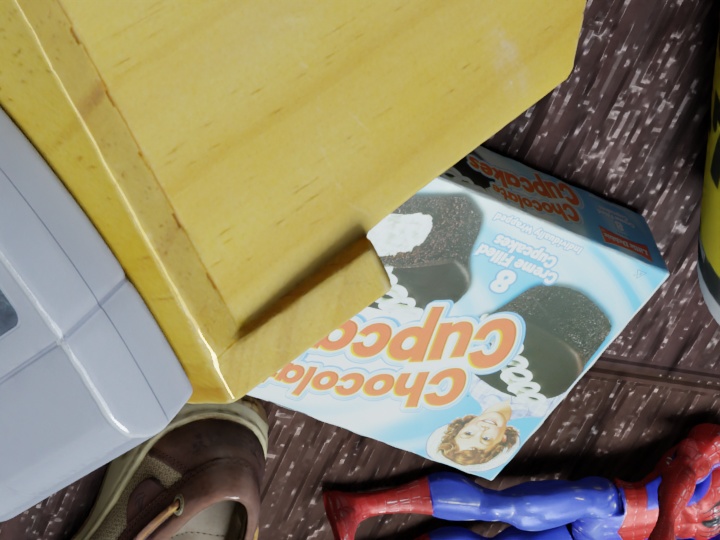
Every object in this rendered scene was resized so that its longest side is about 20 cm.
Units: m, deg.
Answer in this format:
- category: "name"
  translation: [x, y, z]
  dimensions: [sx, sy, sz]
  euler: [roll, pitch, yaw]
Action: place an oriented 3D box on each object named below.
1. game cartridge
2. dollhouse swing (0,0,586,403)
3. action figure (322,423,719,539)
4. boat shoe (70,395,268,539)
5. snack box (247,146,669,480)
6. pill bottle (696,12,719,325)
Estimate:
- category: "game cartridge"
  translation: [-0.143, -0.016, 0.868]
  dimensions: [0.200, 0.041, 0.133]
  euler: [50, 141, -7]
- category: "dollhouse swing"
  translation: [-0.063, -0.092, 0.892]
  dimensions: [0.181, 0.176, 0.201]
  euler: [-1, 126, 46]
- category: "action figure"
  translation: [0.093, 0.117, 1.128]
  dimensions: [0.198, 0.099, 0.066]
  euler: [-11, 134, -9]
- category: "boat shoe"
  translation: [-0.083, 0.137, 1.107]
  dimensions: [0.072, 0.072, 0.201]
  euler: [12, 126, -25]
- category: "snack box"
  translation: [0.000, 0.000, 1.034]
  dimensions: [0.199, 0.037, 0.116]
  euler: [21, 123, -31]
- category: "pill bottle"
  translation: [0.176, -0.069, 0.972]
  dimensions: [0.113, 0.115, 0.201]
  euler: [-8, 132, -9]
